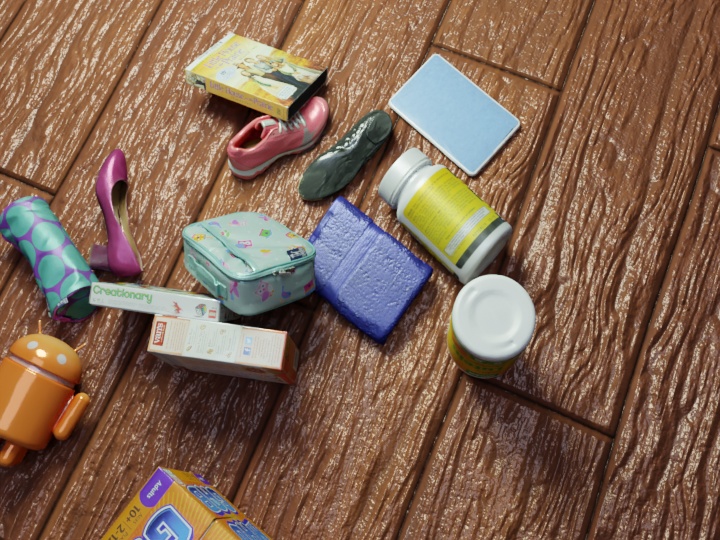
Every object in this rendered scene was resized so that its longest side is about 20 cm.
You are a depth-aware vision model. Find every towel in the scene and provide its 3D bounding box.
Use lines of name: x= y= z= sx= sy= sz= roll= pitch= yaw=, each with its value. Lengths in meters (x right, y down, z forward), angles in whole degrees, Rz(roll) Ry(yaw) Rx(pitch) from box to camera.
towel: x=0.000 y=0.000 z=1.175 sx=0.198 sy=0.050 sz=0.149 roll=37 pitch=85 yaw=13

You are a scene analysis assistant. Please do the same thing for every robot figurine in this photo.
robot figurine: x=-0.489 y=0.182 z=1.106 sx=0.141 sy=0.117 sz=0.204 roll=15 pitch=73 yaw=33

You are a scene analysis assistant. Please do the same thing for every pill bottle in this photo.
pill bottle: x=0.127 y=-0.087 z=1.156 sx=0.114 sy=0.115 sz=0.200 roll=-43 pitch=76 yaw=-10
pill bottle: x=0.177 y=0.088 z=1.054 sx=0.108 sy=0.201 sz=0.114 roll=-1 pitch=72 yaw=3

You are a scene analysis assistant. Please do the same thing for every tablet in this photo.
tablet: x=0.156 y=-0.263 z=1.261 sx=0.199 sy=0.014 sz=0.130 roll=42 pitch=80 yaw=15

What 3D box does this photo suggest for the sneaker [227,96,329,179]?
sneaker: x=-0.132 y=-0.225 z=1.227 sx=0.198 sy=0.087 sz=0.074 roll=-35 pitch=75 yaw=-8

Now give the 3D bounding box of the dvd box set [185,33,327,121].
dvd box set: x=-0.171 y=-0.326 z=1.252 sx=0.196 sy=0.030 sz=0.147 roll=23 pitch=47 yaw=14

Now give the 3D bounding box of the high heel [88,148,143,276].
high heel: x=-0.376 y=-0.093 z=1.210 sx=0.093 sy=0.067 sz=0.206 roll=5 pitch=88 yaw=15

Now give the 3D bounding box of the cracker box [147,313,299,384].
cracker box: x=-0.195 y=0.117 z=1.100 sx=0.194 sy=0.134 sz=0.059 roll=7 pitch=74 yaw=5

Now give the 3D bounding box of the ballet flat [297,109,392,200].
ballet flat: x=-0.023 y=-0.186 z=1.238 sx=0.199 sy=0.057 sz=0.067 roll=-42 pitch=102 yaw=-4

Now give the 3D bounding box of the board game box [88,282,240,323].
board game box: x=-0.288 y=0.047 z=1.130 sx=0.194 sy=0.126 sz=0.036 roll=7 pitch=90 yaw=5

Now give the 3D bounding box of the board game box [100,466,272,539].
board game box: x=-0.228 y=0.407 z=0.978 sx=0.198 sy=0.201 sz=0.201 roll=36 pitch=78 yaw=13

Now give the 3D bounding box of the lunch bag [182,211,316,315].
lunch bag: x=-0.166 y=-0.016 z=1.104 sx=0.158 sy=0.079 sz=0.198 roll=-15 pitch=32 yaw=-37

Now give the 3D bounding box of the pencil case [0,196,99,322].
pencil case: x=-0.490 y=-0.017 z=1.184 sx=0.092 sy=0.085 sz=0.201 roll=-35 pitch=74 yaw=-8
